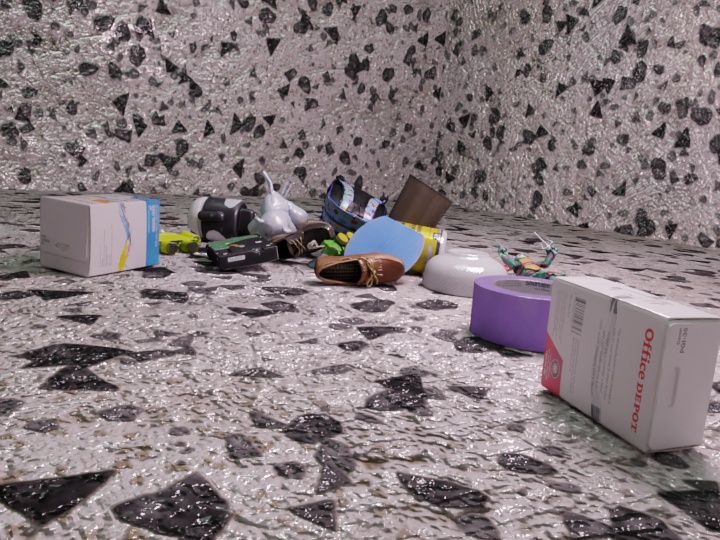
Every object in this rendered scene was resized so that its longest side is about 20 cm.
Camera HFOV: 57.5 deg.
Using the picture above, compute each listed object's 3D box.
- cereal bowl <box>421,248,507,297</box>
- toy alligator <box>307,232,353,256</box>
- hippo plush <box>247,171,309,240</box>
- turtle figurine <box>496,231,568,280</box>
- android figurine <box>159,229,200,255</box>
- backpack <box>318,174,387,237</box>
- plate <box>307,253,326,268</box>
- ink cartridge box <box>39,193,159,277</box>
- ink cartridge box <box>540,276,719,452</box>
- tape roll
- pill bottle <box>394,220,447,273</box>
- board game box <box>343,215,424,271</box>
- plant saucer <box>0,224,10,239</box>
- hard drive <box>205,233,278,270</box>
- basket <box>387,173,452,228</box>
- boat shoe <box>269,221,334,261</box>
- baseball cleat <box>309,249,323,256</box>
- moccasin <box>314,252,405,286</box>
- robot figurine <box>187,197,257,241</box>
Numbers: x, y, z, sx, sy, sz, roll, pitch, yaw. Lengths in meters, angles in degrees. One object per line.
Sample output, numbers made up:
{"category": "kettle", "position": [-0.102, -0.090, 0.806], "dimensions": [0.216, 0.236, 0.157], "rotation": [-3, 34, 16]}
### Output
{"category": "cereal bowl", "position": [0.238, -0.001, 1.480], "dimensions": [0.196, 0.085, 0.200], "rotation": [3, 10, -1]}
{"category": "toy alligator", "position": [-0.055, -0.050, 1.577], "dimensions": [0.055, 0.059, 0.199], "rotation": [51, 28, 15]}
{"category": "hippo plush", "position": [-0.210, -0.123, 1.736], "dimensions": [0.156, 0.203, 0.162], "rotation": [14, 25, -16]}
{"category": "turtle figurine", "position": [0.413, -0.014, 1.588], "dimensions": [0.147, 0.102, 0.201], "rotation": [-12, 29, -9]}
{"category": "android figurine", "position": [-0.507, -0.076, 1.685], "dimensions": [0.180, 0.042, 0.198], "rotation": [-6, 16, -45]}
{"category": "backpack", "position": [-0.023, -0.143, 1.744], "dimensions": [0.180, 0.136, 0.201], "rotation": [25, 22, -7]}
{"category": "plate", "position": [-0.034, -0.021, 1.634], "dimensions": [0.196, 0.026, 0.200], "rotation": [5, 11, -1]}
{"category": "ink cartridge box", "position": [-0.547, -0.081, 1.387], "dimensions": [0.145, 0.148, 0.199], "rotation": [10, 12, 24]}
{"category": "ink cartridge box", "position": [0.306, 0.100, 0.767], "dimensions": [0.081, 0.150, 0.200], "rotation": [1, 12, -19]}
{"category": "tape roll", "position": [0.287, 0.069, 1.115], "dimensions": [0.196, 0.087, 0.200], "rotation": [5, 10, -1]}
{"category": "pill bottle", "position": [0.110, -0.061, 1.619], "dimensions": [0.196, 0.114, 0.112], "rotation": [11, 11, 6]}
{"category": "board game box", "position": [0.057, -0.039, 1.532], "dimensions": [0.199, 0.158, 0.039], "rotation": [30, -20, 40]}
{"category": "plant saucer", "position": [-0.984, -0.111, 1.633], "dimensions": [0.196, 0.051, 0.200], "rotation": [4, 10, -1]}
{"category": "hard drive", "position": [-0.285, -0.046, 1.556], "dimensions": [0.137, 0.039, 0.199], "rotation": [-11, 16, -21]}
{"category": "basket", "position": [0.135, -0.130, 1.733], "dimensions": [0.135, 0.202, 0.180], "rotation": [33, 9, 11]}
{"category": "boat shoe", "position": [-0.153, -0.060, 1.611], "dimensions": [0.197, 0.075, 0.074], "rotation": [-19, 20, 27]}
{"category": "baseball cleat", "position": [-0.113, -0.080, 1.799], "dimensions": [0.104, 0.071, 0.200], "rotation": [4, 7, 17]}
{"category": "moccasin", "position": [0.000, -0.002, 1.409], "dimensions": [0.197, 0.075, 0.078], "rotation": [5, 19, -13]}
{"category": "robot figurine", "position": [-0.394, -0.141, 1.868], "dimensions": [0.196, 0.152, 0.126], "rotation": [6, 47, 7]}
